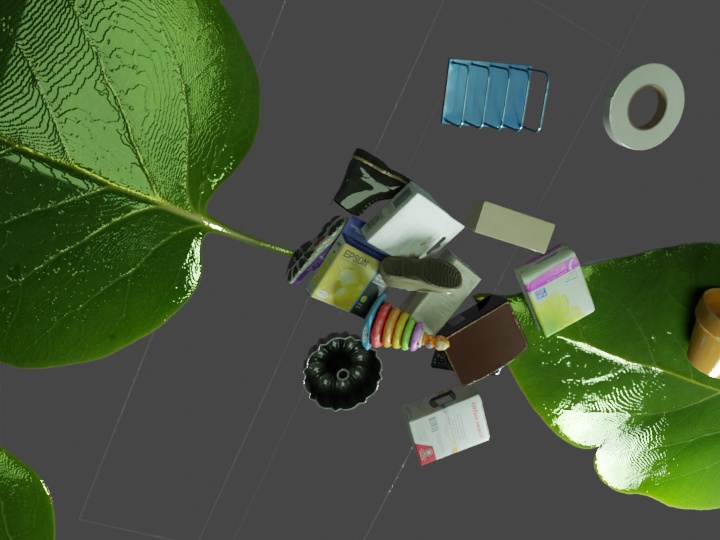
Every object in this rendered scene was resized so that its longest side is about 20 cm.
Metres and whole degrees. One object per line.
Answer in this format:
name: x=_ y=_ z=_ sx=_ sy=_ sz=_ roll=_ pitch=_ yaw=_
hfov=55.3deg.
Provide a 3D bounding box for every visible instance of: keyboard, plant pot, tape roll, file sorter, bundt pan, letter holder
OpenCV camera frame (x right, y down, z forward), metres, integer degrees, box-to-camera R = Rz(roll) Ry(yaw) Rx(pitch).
keyboard: x=0.285 y=0.223 z=1.771 sx=0.197 sy=0.040 sz=0.106 roll=8 pitch=109 yaw=-17
plant pot: x=0.978 y=0.181 z=1.848 sx=0.197 sy=0.201 sz=0.185 roll=3 pitch=126 yaw=-14
tape roll: x=0.672 y=-0.390 z=1.634 sx=0.200 sy=0.037 sz=0.206 roll=-5 pitch=112 yaw=-12
file sorter: x=0.295 y=-0.378 z=1.503 sx=0.197 sy=0.123 sz=0.141 roll=0 pitch=111 yaw=-14
bundt pan: x=-0.049 y=0.237 z=1.677 sx=0.199 sy=0.076 sz=0.205 roll=-4 pitch=110 yaw=-11
letter holder: x=0.293 y=0.174 z=1.696 sx=0.198 sy=0.101 sz=0.143 roll=-29 pitch=101 yaw=-7

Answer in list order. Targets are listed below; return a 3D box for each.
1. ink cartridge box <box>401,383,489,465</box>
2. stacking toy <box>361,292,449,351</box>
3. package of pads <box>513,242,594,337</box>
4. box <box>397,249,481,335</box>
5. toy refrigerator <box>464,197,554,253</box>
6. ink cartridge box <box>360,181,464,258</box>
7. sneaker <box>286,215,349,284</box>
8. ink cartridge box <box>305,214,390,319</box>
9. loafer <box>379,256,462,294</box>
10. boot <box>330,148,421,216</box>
ink cartridge box: x=0.221 y=0.398 z=1.797 sx=0.197 sy=0.086 sz=0.149 roll=-19 pitch=113 yaw=-7
stacking toy: x=0.109 y=0.145 z=1.584 sx=0.197 sy=0.110 sz=0.117 roll=18 pitch=129 yaw=14
package of pads: x=0.494 y=0.048 z=1.740 sx=0.153 sy=0.068 sz=0.202 roll=-27 pitch=115 yaw=0
box: x=0.188 y=0.060 z=1.666 sx=0.095 sy=0.078 sz=0.201 roll=36 pitch=99 yaw=-22
toy refrigerator: x=0.357 y=-0.108 z=1.650 sx=0.197 sy=0.070 sz=0.077 roll=15 pitch=100 yaw=-19
ink cartridge box: x=0.121 y=-0.097 z=1.556 sx=0.160 sy=0.048 sz=0.199 roll=-43 pitch=139 yaw=19
sneaker: x=-0.085 y=-0.032 z=1.570 sx=0.199 sy=0.081 sz=0.084 roll=-41 pitch=120 yaw=4
ink cartridge box: x=0.000 y=0.000 z=1.586 sx=0.196 sy=0.047 sz=0.201 roll=25 pitch=105 yaw=-41
loafer: x=0.137 y=0.012 z=1.585 sx=0.197 sy=0.068 sz=0.077 roll=12 pitch=66 yaw=-6
boot: x=0.041 y=-0.161 z=1.539 sx=0.198 sy=0.077 sz=0.140 roll=30 pitch=88 yaw=-8
